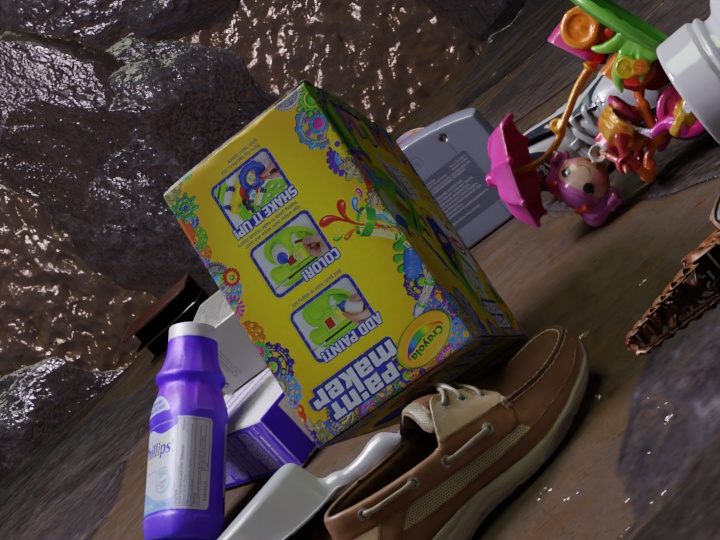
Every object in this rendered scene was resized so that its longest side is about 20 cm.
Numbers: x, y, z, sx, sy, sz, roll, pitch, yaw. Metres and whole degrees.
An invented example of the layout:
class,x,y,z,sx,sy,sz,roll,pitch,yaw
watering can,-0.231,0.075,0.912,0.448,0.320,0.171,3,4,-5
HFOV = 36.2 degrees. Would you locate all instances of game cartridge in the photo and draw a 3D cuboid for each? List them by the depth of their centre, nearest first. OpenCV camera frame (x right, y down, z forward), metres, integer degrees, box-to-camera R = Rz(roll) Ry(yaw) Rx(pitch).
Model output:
class,x,y,z,sx,sy,sz,roll,pitch,yaw
game cartridge,0.078,-0.078,1.177,0.200,0.133,0.041,-37,18,25

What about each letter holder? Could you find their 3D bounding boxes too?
class,x,y,z,sx,sy,sz,roll,pitch,yaw
letter holder,-0.449,0.123,2.571,0.200,0.101,0.142,-41,11,7

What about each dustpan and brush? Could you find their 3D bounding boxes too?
class,x,y,z,sx,sy,sz,roll,pitch,yaw
dustpan and brush,-0.045,0.173,0.818,0.200,0.057,0.140,-48,-3,0

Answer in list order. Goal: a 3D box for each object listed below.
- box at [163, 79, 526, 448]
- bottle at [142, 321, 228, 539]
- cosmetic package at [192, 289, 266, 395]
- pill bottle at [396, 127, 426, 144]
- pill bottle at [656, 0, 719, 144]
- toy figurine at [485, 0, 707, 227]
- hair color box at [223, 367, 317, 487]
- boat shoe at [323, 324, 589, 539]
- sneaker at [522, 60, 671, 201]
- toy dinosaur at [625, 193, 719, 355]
class,x,y,z,sx,sy,sz,roll,pitch,yaw
box,0.000,0.000,0.754,0.122,0.193,0.200,-36,-13,12
bottle,-0.157,0.149,1.005,0.083,0.065,0.201,-31,53,53
cosmetic package,-0.082,0.028,1.131,0.200,0.071,0.105,-36,20,22
pill bottle,0.062,-0.097,1.401,0.112,0.112,0.200,-36,11,33
pill bottle,0.305,-0.172,0.726,0.200,0.113,0.113,-38,10,26
toy figurine,0.190,-0.112,0.900,0.185,0.200,0.150,-59,-20,21
hair color box,-0.091,0.146,1.071,0.109,0.065,0.200,-49,13,-33
boat shoe,0.058,0.098,0.637,0.200,0.072,0.076,-46,10,-24
sneaker,0.205,-0.120,1.017,0.130,0.080,0.199,-47,11,-21
toy dinosaur,0.222,-0.025,0.557,0.201,0.102,0.136,-61,-4,-5
